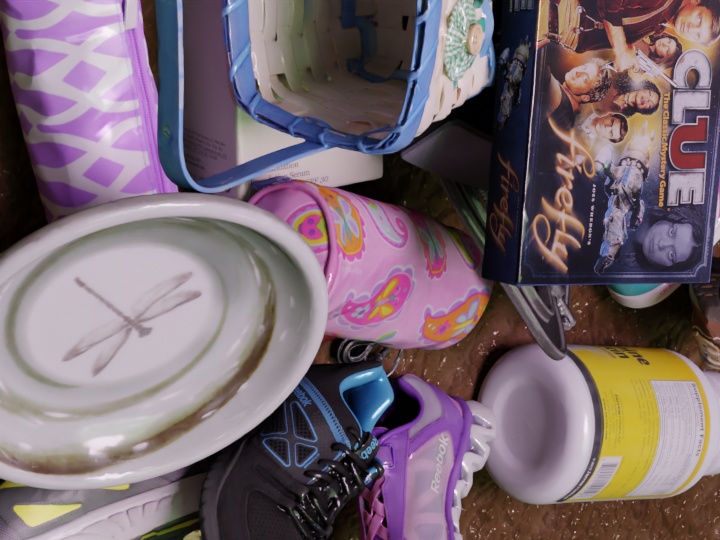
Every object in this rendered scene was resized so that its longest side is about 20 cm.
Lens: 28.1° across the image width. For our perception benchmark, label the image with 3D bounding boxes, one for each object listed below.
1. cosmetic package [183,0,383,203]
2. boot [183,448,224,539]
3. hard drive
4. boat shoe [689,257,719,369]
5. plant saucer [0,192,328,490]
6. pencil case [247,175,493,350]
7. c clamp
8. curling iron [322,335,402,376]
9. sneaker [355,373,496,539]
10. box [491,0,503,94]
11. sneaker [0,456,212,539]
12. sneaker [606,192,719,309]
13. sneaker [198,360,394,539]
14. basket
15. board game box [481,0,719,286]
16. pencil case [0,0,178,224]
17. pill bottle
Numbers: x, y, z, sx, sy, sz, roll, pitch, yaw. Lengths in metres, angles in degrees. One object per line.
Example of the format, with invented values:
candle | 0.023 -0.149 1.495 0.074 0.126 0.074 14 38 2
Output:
cosmetic package | -0.046 -0.147 0.810 0.105 0.071 0.201 -15 114 -32
boot | -0.058 0.182 0.922 0.199 0.077 0.156 -6 105 -28
hard drive | 0.088 -0.115 0.884 0.200 0.042 0.136 9 70 -52
boat shoe | 0.281 0.038 1.062 0.200 0.075 0.074 -22 118 -71
plant saucer | -0.116 0.028 0.714 0.199 0.050 0.201 -17 139 -15
pencil case | 0.000 0.000 0.841 0.200 0.087 0.088 10 99 -57
c clamp | 0.092 -0.025 0.939 0.027 0.171 0.200 -26 117 18
curling iron | -0.051 0.055 0.903 0.199 0.026 0.050 -8 106 -35
sneaker | 0.023 0.148 0.930 0.088 0.080 0.201 42 44 -26
box | 0.143 -0.159 0.875 0.141 0.079 0.200 57 38 -27
sneaker | -0.177 0.131 0.815 0.199 0.085 0.075 -14 159 -16
sneaker | 0.227 -0.081 1.036 0.200 0.084 0.121 -52 138 -9
sneaker | -0.033 0.114 0.806 0.200 0.082 0.073 -77 148 -53
basket | -0.021 -0.142 0.694 0.200 0.139 0.177 -19 117 -40
board game box | 0.135 -0.094 0.764 0.135 0.035 0.201 -1 99 -30
pencil case | -0.134 -0.084 0.756 0.084 0.085 0.201 -55 143 -55
pill bottle | 0.189 0.111 1.048 0.199 0.112 0.113 5 102 -38
